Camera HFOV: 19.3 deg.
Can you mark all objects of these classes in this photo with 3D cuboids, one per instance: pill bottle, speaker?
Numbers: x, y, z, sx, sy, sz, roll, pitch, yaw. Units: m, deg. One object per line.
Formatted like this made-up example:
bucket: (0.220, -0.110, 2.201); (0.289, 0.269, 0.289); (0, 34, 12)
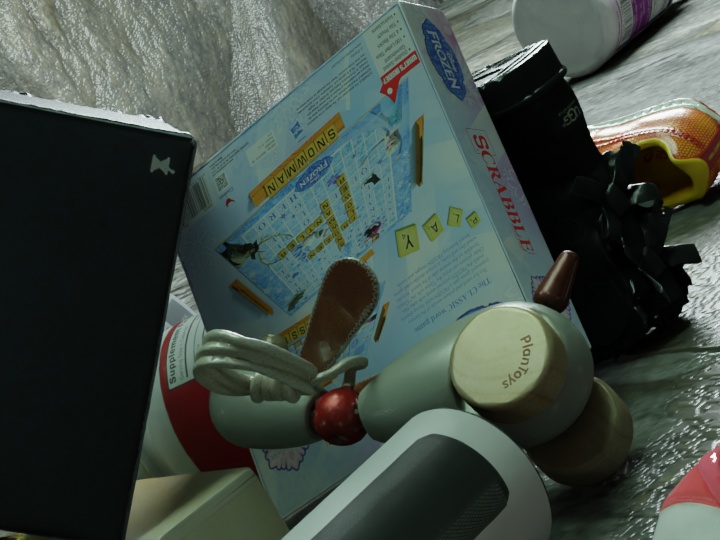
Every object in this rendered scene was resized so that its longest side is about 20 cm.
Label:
pill bottle: (0.240, -0.276, 2.059); (0.112, 0.113, 0.200); (-21, 14, 45)
pill bottle: (-0.053, 0.067, 1.238); (0.200, 0.112, 0.112); (-26, 11, 27)
speaker: (-0.009, 0.140, 0.842); (0.081, 0.081, 0.200); (-20, 14, 48)

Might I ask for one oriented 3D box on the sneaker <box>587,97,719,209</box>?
sneaker: (0.147, -0.054, 1.373); (0.200, 0.073, 0.077); (-25, 21, 45)

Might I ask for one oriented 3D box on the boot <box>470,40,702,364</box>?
boot: (0.082, -0.027, 1.151); (0.073, 0.163, 0.198); (-38, 12, -33)

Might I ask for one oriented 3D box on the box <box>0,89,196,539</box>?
box: (-0.164, 0.014, 1.068); (0.123, 0.201, 0.198); (10, 4, -11)

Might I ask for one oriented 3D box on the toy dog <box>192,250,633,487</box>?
toy dog: (0.029, 0.035, 0.966); (0.132, 0.199, 0.097); (78, -158, -63)

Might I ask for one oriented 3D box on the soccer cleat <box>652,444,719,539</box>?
soccer cleat: (0.120, 0.120, 0.656); (0.077, 0.067, 0.200); (-60, 7, 19)

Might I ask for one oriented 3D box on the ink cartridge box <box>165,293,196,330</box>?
ink cartridge box: (-0.190, 0.115, 1.414); (0.200, 0.050, 0.162); (-47, 6, 14)

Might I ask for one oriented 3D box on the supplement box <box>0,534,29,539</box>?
supplement box: (-0.218, 0.208, 1.034); (0.109, 0.109, 0.200); (-37, 12, -34)

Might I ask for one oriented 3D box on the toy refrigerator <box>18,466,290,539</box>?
toy refrigerator: (-0.103, 0.151, 1.078); (0.070, 0.076, 0.200); (-36, 11, -29)

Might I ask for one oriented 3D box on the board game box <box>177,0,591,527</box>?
board game box: (0.000, 0.000, 1.094); (0.200, 0.200, 0.041); (-36, -25, 34)
